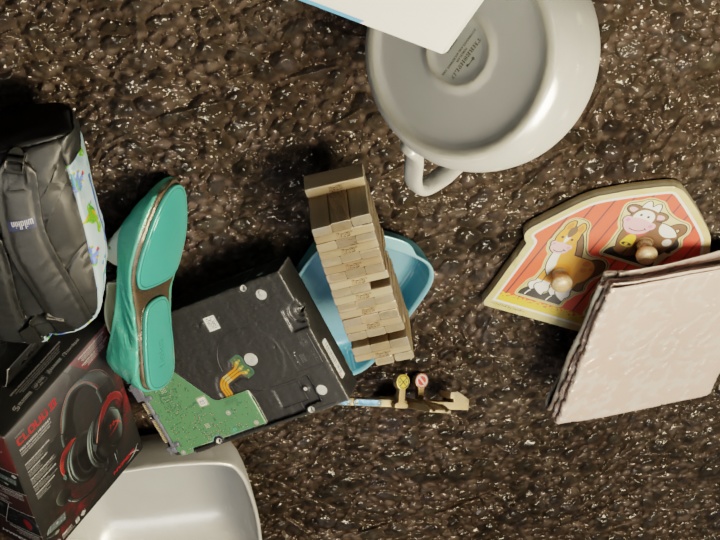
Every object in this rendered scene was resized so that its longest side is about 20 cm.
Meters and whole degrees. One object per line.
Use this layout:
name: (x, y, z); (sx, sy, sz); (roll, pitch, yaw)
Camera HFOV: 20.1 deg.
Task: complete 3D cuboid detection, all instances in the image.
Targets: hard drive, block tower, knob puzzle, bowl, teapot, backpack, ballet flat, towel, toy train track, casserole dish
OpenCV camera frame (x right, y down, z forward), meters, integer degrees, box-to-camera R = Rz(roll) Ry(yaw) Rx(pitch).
hard drive: (-0.118, 0.081, 1.833); (0.199, 0.038, 0.141); (-21, 108, 26)
block tower: (0.000, 0.000, 1.752); (0.053, 0.058, 0.201); (-13, 136, 6)
knob puzzle: (0.235, -0.007, 1.853); (0.217, 0.031, 0.221); (-4, 137, -4)
bowl: (-0.201, 0.230, 2.016); (0.197, 0.075, 0.201); (-8, 139, 0)
teapot: (0.107, -0.167, 1.573); (0.198, 0.200, 0.146); (-7, -179, 31)
backpack: (-0.280, -0.034, 1.680); (0.161, 0.154, 0.202); (-15, 116, 5)
ballet flat: (-0.196, 0.008, 1.769); (0.070, 0.067, 0.202); (19, 116, 29)
towel: (0.280, 0.059, 1.898); (0.189, 0.032, 0.201); (-9, 141, -24)
toy train track: (0.012, 0.112, 1.916); (0.198, 0.033, 0.114); (4, 180, -28)
casserole dish: (-0.015, 0.023, 1.844); (0.120, 0.039, 0.200); (15, 134, -23)

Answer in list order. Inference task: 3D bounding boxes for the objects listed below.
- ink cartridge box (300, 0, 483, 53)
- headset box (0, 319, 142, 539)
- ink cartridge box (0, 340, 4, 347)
ink cartridge box: (0.020, -0.285, 1.391); (0.146, 0.201, 0.146); (17, 131, -25)
headset box: (-0.285, 0.136, 1.834); (0.074, 0.149, 0.201); (21, 143, 26)
ink cartridge box: (-0.408, 0.057, 1.818); (0.174, 0.045, 0.201); (-12, 137, 4)
